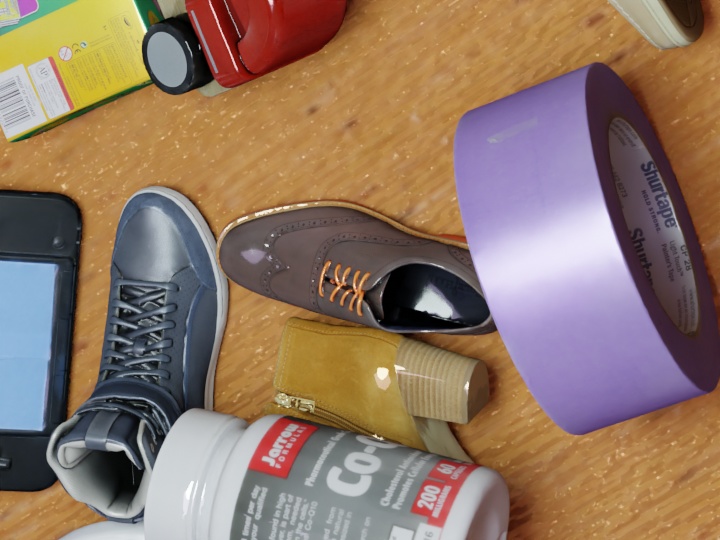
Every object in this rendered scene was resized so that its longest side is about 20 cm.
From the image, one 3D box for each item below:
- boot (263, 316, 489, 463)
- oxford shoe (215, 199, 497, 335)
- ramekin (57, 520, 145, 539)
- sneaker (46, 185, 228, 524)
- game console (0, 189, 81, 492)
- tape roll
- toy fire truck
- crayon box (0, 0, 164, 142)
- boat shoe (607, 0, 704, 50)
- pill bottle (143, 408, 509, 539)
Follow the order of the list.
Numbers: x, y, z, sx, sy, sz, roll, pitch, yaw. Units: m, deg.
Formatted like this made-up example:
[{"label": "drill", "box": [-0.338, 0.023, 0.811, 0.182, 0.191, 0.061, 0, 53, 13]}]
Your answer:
[{"label": "boot", "box": [0.009, 0.130, 1.745, 0.143, 0.071, 0.203, 9, 109, 25]}, {"label": "oxford shoe", "box": [0.000, 0.000, 1.709, 0.199, 0.073, 0.072, 7, 103, 15]}, {"label": "ramekin", "box": [-0.134, 0.262, 1.754, 0.201, 0.094, 0.203, 9, 126, 12]}, {"label": "sneaker", "box": [-0.139, 0.056, 1.724, 0.076, 0.146, 0.204, 1, 100, 17]}, {"label": "game console", "box": [-0.260, 0.056, 1.741, 0.171, 0.119, 0.201, 3, 104, -13]}, {"label": "tape roll", "box": [0.133, -0.012, 1.602, 0.085, 0.200, 0.201, -21, 95, 19]}, {"label": "toy fire truck", "box": [-0.047, -0.215, 1.639, 0.199, 0.128, 0.177, -18, 96, 48]}, {"label": "crayon box", "box": [-0.200, -0.195, 1.735, 0.118, 0.058, 0.201, -21, 94, 18]}, {"label": "boat shoe", "box": [0.125, -0.204, 1.638, 0.065, 0.072, 0.200, -40, 87, 30]}, {"label": "pill bottle", "box": [-0.021, 0.151, 1.657, 0.199, 0.114, 0.115, 13, 105, 18]}]
